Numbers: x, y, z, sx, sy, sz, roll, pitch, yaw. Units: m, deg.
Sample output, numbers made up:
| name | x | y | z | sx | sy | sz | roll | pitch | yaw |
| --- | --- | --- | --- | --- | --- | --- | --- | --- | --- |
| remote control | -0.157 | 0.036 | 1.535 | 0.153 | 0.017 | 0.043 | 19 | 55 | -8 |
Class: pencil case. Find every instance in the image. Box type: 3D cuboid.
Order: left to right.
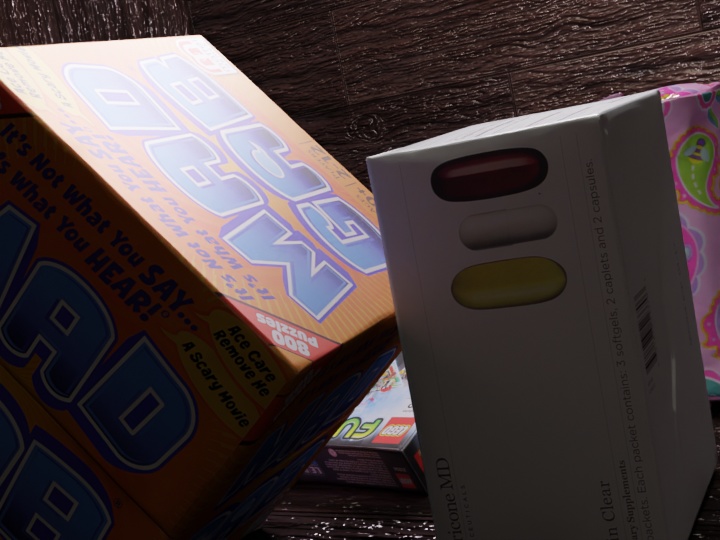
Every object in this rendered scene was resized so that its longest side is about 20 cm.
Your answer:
| name | x | y | z | sx | sy | sz | roll | pitch | yaw |
| --- | --- | --- | --- | --- | --- | --- | --- | --- | --- |
| pencil case | 0.204 | -0.017 | 0.824 | 0.087 | 0.202 | 0.087 | -14 | 2 | 1 |

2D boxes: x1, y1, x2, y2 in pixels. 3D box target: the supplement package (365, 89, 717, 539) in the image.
| name | x | y | z | sx | sy | sz | roll | pitch | yaw |
| --- | --- | --- | --- | --- | --- | --- | --- | --- | --- |
| supplement package | 0.095 | 0.026 | 0.639 | 0.110 | 0.202 | 0.156 | -8 | 7 | 24 |

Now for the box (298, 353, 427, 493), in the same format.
| name | x | y | z | sx | sy | sz | roll | pitch | yaw |
| --- | --- | --- | --- | --- | --- | --- | --- | --- | --- |
| box | -0.007 | 0.087 | 0.848 | 0.199 | 0.035 | 0.110 | -5 | 34 | 46 |

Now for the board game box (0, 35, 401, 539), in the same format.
| name | x | y | z | sx | sy | sz | roll | pitch | yaw |
| --- | --- | --- | --- | --- | --- | --- | --- | --- | --- |
| board game box | -0.110 | 0.028 | 0.653 | 0.200 | 0.200 | 0.200 | -52 | -11 | 23 |
